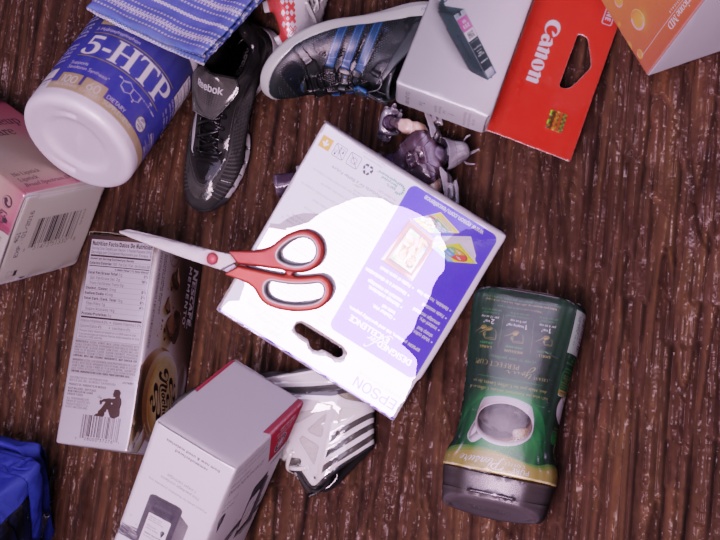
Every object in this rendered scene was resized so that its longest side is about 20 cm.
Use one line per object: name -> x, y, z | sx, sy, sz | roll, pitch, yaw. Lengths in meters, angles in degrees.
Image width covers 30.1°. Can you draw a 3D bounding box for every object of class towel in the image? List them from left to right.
towel -> -0.149, -0.292, 1.287 | 0.144, 0.024, 0.201 | 26, 62, 21

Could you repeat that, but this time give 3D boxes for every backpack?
backpack -> -0.368, 0.263, 1.273 | 0.161, 0.168, 0.202 | 14, 116, 22

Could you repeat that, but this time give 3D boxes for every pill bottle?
pill bottle -> -0.228, -0.191, 1.310 | 0.118, 0.120, 0.201 | 15, 55, 18

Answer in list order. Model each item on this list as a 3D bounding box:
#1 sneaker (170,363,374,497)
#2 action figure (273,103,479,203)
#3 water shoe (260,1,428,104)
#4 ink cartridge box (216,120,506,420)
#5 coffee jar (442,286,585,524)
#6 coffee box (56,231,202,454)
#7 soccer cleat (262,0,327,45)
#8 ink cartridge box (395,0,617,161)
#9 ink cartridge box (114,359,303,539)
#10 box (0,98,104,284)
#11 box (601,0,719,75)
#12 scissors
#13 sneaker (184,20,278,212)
sneaker -> -0.081, 0.156, 1.254 | 0.198, 0.076, 0.117 | -10, 75, 11
action figure -> 0.018, -0.091, 1.281 | 0.198, 0.069, 0.131 | -16, 69, 9
water shoe -> 0.002, -0.197, 1.279 | 0.198, 0.072, 0.079 | -20, 58, 0
ink cartridge box -> 0.000, 0.000, 1.227 | 0.197, 0.043, 0.201 | 32, 95, 3
coffee jar -> 0.135, 0.121, 1.194 | 0.103, 0.085, 0.202 | 10, 81, 14
coffee box -> -0.219, 0.073, 1.290 | 0.079, 0.113, 0.202 | 4, 80, 16
soccer cleat -> -0.050, -0.301, 1.339 | 0.084, 0.069, 0.202 | -10, 72, 18
ink cartridge box -> 0.145, -0.220, 1.241 | 0.172, 0.044, 0.202 | 20, 73, 7
ink cartridge box -> -0.143, 0.202, 1.188 | 0.083, 0.145, 0.201 | 28, 116, 11
box -> -0.376, -0.092, 1.344 | 0.199, 0.128, 0.110 | 35, 115, 18
box -> 0.269, -0.300, 1.202 | 0.097, 0.125, 0.201 | -20, 71, -23
scissors -> -0.123, -0.001, 1.213 | 0.197, 0.014, 0.074 | 1, 95, 5
sneaker -> -0.140, -0.160, 1.323 | 0.066, 0.090, 0.202 | 17, 84, 19
